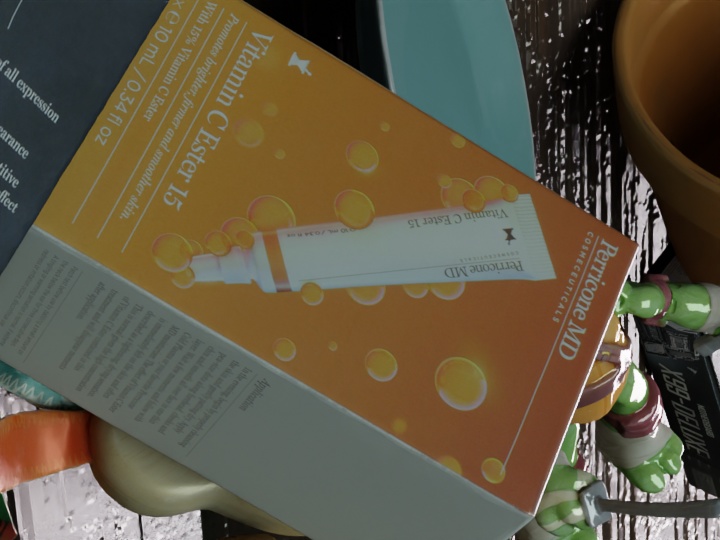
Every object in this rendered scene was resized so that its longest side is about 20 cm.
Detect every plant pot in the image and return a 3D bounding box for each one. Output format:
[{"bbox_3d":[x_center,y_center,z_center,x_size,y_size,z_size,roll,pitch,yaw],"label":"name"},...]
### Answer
[{"bbox_3d":[0.221,-0.064,1.196,0.200,0.199,0.140,-49,153,-26],"label":"plant pot"}]

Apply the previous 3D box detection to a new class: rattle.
[{"bbox_3d":[-0.071,0.055,0.967,0.199,0.143,0.131,-20,97,-23],"label":"rattle"}]

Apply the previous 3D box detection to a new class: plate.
[{"bbox_3d":[0.033,-0.075,1.021,0.200,0.025,0.202,-10,90,-70],"label":"plate"}]

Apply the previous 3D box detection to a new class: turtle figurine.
[{"bbox_3d":[0.132,0.075,1.140,0.194,0.198,0.145,83,19,-60],"label":"turtle figurine"}]

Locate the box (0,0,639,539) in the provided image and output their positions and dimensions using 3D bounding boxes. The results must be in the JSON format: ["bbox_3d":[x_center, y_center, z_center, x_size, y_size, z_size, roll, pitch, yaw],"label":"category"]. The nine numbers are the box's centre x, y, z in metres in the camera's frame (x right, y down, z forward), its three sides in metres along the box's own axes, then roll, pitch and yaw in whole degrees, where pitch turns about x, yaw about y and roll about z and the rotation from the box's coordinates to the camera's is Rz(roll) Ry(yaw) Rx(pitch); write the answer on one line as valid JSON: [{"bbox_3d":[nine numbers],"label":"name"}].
[{"bbox_3d":[-0.022,0.006,0.876,0.098,0.199,0.125,-47,-165,56],"label":"box"}]

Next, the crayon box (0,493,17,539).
[{"bbox_3d":[-0.193,0.115,0.859,0.200,0.051,0.128,-43,134,-32],"label":"crayon box"}]

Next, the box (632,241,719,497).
[{"bbox_3d":[0.231,0.005,1.337,0.200,0.050,0.158,-49,138,-26],"label":"box"}]

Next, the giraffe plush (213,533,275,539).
[{"bbox_3d":[-0.014,0.214,0.897,0.172,0.161,0.202,-21,122,-45],"label":"giraffe plush"}]

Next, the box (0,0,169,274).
[{"bbox_3d":[-0.140,-0.120,0.775,0.201,0.107,0.148,-59,141,-13],"label":"box"}]
